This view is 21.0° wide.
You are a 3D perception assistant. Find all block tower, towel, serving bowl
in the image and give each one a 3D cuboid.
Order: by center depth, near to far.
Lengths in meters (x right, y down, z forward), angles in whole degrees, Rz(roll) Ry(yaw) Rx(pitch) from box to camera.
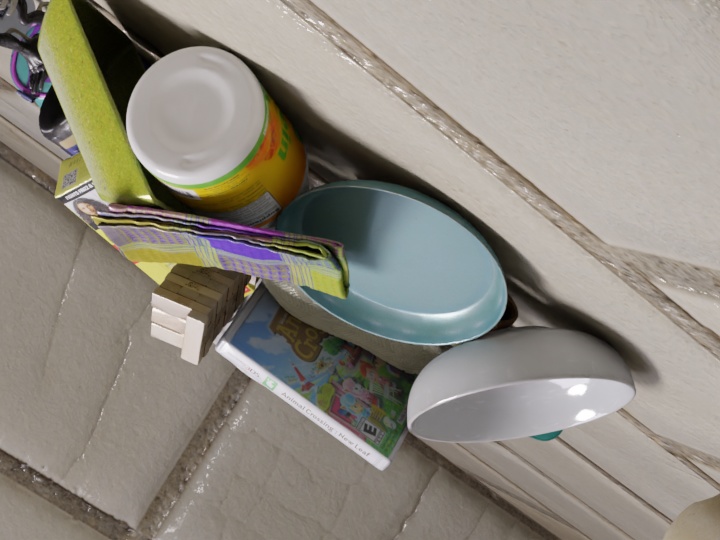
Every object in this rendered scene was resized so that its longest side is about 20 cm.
[{"bbox_3d":[-0.109,-0.015,1.559,0.199,0.023,0.144,10,167,5],"label":"towel"},{"bbox_3d":[0.134,0.092,1.674,0.199,0.066,0.200,-8,162,-3],"label":"serving bowl"},{"bbox_3d":[-0.118,-0.008,1.702,0.058,0.200,0.054,21,135,11],"label":"block tower"}]

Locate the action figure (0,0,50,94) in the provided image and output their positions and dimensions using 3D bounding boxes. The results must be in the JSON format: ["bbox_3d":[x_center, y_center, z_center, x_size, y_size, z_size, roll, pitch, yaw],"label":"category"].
[{"bbox_3d":[-0.321,-0.230,1.616,0.119,0.102,0.200,-30,134,32],"label":"action figure"}]

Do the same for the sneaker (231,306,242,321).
[{"bbox_3d":[-0.182,-0.046,1.910,0.083,0.201,0.121,-23,164,34],"label":"sneaker"}]

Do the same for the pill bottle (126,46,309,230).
[{"bbox_3d":[-0.106,-0.094,1.569,0.111,0.111,0.200,31,173,21],"label":"pill bottle"}]

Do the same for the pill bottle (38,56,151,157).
[{"bbox_3d":[-0.190,-0.117,1.794,0.200,0.112,0.112,37,172,-28],"label":"pill bottle"}]

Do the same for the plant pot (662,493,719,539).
[{"bbox_3d":[0.392,0.315,1.909,0.200,0.201,0.183,37,-176,-29],"label":"plant pot"}]

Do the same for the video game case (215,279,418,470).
[{"bbox_3d":[-0.016,0.063,1.736,0.182,0.200,0.022,36,129,-3],"label":"video game case"}]

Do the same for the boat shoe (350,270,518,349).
[{"bbox_3d":[0.055,-0.004,1.670,0.200,0.076,0.074,33,146,-24],"label":"boat shoe"}]

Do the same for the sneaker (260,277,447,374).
[{"bbox_3d":[-0.001,0.001,1.728,0.199,0.112,0.077,30,134,-18],"label":"sneaker"}]

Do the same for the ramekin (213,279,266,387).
[{"bbox_3d":[-0.057,0.034,1.996,0.202,0.094,0.203,23,-148,-15],"label":"ramekin"}]

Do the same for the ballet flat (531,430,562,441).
[{"bbox_3d":[0.146,0.105,2.039,0.200,0.068,0.072,39,-169,-37],"label":"ballet flat"}]

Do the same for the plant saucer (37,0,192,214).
[{"bbox_3d":[-0.201,-0.119,1.609,0.200,0.048,0.200,36,-150,-77],"label":"plant saucer"}]

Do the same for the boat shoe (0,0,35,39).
[{"bbox_3d":[-0.357,-0.264,1.748,0.066,0.072,0.200,31,179,16],"label":"boat shoe"}]

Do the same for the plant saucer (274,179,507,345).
[{"bbox_3d":[0.027,-0.010,1.584,0.199,0.028,0.201,15,144,11],"label":"plant saucer"}]

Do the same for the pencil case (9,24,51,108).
[{"bbox_3d":[-0.270,-0.171,1.909,0.092,0.085,0.200,37,175,23],"label":"pencil case"}]

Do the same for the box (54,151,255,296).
[{"bbox_3d":[-0.182,-0.039,1.756,0.075,0.050,0.200,-24,132,27],"label":"box"}]
